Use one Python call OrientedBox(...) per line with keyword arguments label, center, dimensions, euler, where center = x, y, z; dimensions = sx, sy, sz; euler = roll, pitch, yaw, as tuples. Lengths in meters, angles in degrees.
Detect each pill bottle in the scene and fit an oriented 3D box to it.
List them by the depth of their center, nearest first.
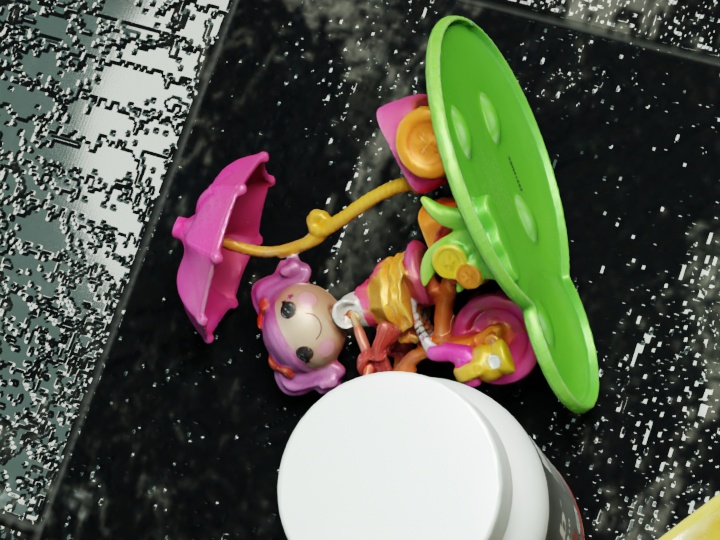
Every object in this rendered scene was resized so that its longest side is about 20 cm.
OrientedBox(label="pill bottle", center=(0.033, 0.112, 0.919), dimensions=(0.115, 0.200, 0.117), euler=(-4, 75, 13))

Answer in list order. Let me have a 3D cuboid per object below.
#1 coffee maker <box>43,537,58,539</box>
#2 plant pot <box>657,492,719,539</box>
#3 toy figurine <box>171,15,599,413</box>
OrientedBox(label="coffee maker", center=(-0.112, 0.252, 0.952), dimensions=(0.191, 0.135, 0.201), euler=(25, 82, 18))
OrientedBox(label="plant pot", center=(0.198, 0.190, 0.872), dimensions=(0.200, 0.201, 0.189), euler=(-38, 84, 1))
OrientedBox(label="toy figurine", center=(0.000, 0.000, 1.018), dimensions=(0.183, 0.150, 0.201), euler=(-19, 96, 22))
